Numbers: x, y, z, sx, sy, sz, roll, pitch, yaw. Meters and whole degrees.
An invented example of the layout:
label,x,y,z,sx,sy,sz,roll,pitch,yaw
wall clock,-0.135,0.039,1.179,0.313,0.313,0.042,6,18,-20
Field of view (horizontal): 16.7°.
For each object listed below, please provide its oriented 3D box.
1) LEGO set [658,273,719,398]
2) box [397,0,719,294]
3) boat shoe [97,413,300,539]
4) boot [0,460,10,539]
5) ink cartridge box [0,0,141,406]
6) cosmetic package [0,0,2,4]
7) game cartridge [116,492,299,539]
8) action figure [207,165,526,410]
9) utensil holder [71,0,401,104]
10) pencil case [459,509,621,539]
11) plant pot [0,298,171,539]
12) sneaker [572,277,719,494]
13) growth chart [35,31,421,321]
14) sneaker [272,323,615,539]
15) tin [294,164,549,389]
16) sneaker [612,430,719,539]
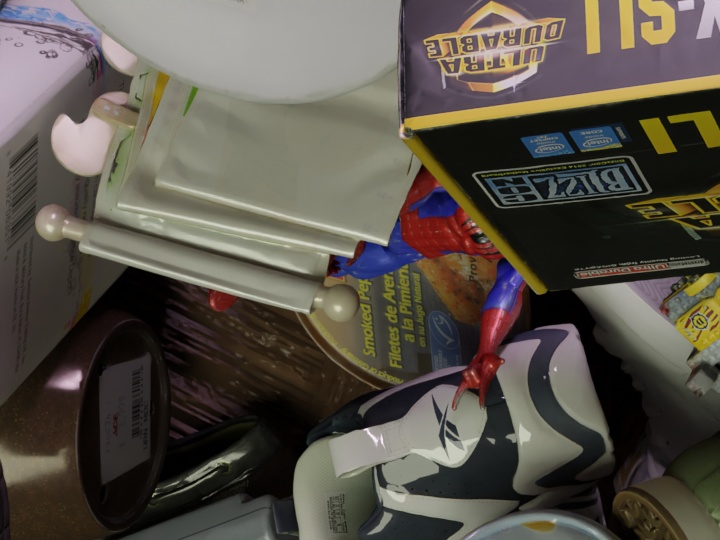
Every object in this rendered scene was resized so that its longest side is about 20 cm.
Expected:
label,x,y,z,sx,sy,sz,roll,pitch,yaw
LEGO set,0.150,-0.044,0.863,0.200,0.116,0.154,-31,105,39
box,0.128,-0.047,0.733,0.200,0.049,0.160,-7,159,17
boat shoe,-0.111,0.106,1.148,0.201,0.072,0.066,-13,111,28
boot,-0.219,0.057,0.894,0.150,0.073,0.200,-3,117,30
ink cartridge box,-0.178,-0.047,0.981,0.145,0.200,0.147,22,131,15
cosmetic package,-0.146,-0.193,0.870,0.090,0.107,0.200,28,101,8
game cartridge,-0.030,0.178,1.129,0.133,0.041,0.200,-20,132,35
action figure,0.000,0.000,0.929,0.200,0.099,0.065,-8,128,39
utensil holder,-0.003,-0.171,0.798,0.170,0.200,0.170,14,127,19
pencil case,0.061,0.151,0.936,0.091,0.083,0.200,14,161,2
plant pot,-0.192,0.059,1.085,0.200,0.187,0.187,4,124,20
sneaker,0.122,0.052,0.979,0.200,0.074,0.116,41,129,-6
growth chart,-0.024,-0.077,0.903,0.145,0.200,0.018,24,165,17
sneaker,0.030,0.089,0.983,0.129,0.080,0.199,-14,166,-2
tin,0.019,-0.036,0.994,0.112,0.042,0.200,8,127,18
sneaker,0.143,0.109,0.930,0.067,0.090,0.200,53,167,22
